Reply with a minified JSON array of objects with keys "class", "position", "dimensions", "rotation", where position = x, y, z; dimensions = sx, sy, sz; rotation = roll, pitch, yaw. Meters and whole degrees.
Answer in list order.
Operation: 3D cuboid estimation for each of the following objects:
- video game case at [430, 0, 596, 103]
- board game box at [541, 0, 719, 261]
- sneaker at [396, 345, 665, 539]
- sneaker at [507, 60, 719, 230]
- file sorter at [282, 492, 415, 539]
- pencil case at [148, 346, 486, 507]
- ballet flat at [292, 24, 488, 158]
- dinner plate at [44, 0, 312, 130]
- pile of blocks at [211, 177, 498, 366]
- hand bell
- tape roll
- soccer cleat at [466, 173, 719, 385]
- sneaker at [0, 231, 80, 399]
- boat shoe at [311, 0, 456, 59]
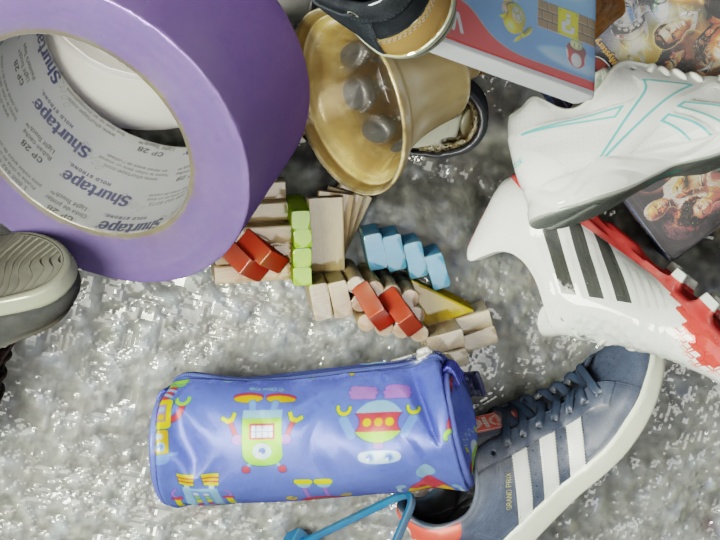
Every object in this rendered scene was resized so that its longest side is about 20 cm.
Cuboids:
[{"class":"video game case","position":[0.076,-0.203,1.066],"dimensions":[0.143,0.017,0.200],"rotation":[14,72,-39]},{"class":"board game box","position":[0.181,-0.123,1.186],"dimensions":[0.135,0.035,0.200],"rotation":[-38,106,3]},{"class":"sneaker","position":[0.102,0.102,1.213],"dimensions":[0.084,0.075,0.200],"rotation":[38,97,-20]},{"class":"sneaker","position":[0.179,-0.091,1.141],"dimensions":[0.200,0.070,0.080],"rotation":[-18,78,-13]},{"class":"file sorter","position":[0.036,0.255,1.188],"dimensions":[0.123,0.139,0.200],"rotation":[-29,111,38]},{"class":"pencil case","position":[-0.027,0.094,1.167],"dimensions":[0.200,0.078,0.087],"rotation":[-5,94,10]},{"class":"ballet flat","position":[-0.016,-0.099,1.134],"dimensions":[0.200,0.073,0.073],"rotation":[8,103,-18]},{"class":"dinner plate","position":[-0.123,-0.178,1.136],"dimensions":[0.200,0.024,0.200],"rotation":[-2,104,-9]},{"class":"pile of blocks","position":[0.000,0.000,1.178],"dimensions":[0.200,0.062,0.082],"rotation":[21,101,-13]},{"class":"hand bell","position":[0.070,-0.122,1.099],"dimensions":[0.200,0.104,0.104],"rotation":[-23,109,-31]},{"class":"tape roll","position":[-0.134,-0.096,1.068],"dimensions":[0.200,0.085,0.200],"rotation":[16,135,16]},{"class":"soccer cleat","position":[0.153,0.020,1.178],"dimensions":[0.200,0.069,0.085],"rotation":[41,99,10]},{"class":"sneaker","position":[-0.216,0.047,1.126],"dimensions":[0.200,0.075,0.106],"rotation":[-12,120,37]},{"class":"boat shoe","position":[-0.029,-0.185,0.997],"dimensions":[0.075,0.062,0.200],"rotation":[-46,64,7]}]
